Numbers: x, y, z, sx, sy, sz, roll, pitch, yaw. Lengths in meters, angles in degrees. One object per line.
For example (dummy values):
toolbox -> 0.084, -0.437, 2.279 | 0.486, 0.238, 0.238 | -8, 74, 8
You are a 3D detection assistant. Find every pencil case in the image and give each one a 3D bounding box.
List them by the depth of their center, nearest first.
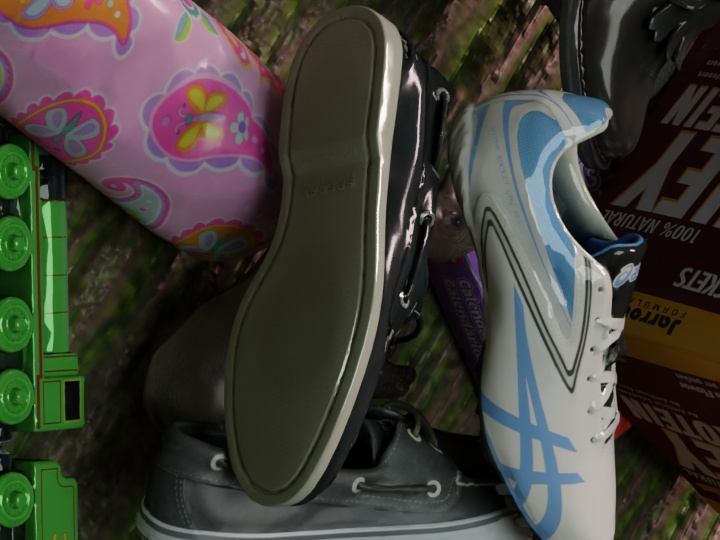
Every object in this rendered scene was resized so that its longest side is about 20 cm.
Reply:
pencil case -> -0.095, -0.080, 1.017 | 0.200, 0.087, 0.087 | 39, 70, -43

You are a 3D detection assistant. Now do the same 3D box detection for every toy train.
toy train -> -0.138, 0.040, 1.034 | 0.056, 0.042, 0.200 | -1, 91, -50

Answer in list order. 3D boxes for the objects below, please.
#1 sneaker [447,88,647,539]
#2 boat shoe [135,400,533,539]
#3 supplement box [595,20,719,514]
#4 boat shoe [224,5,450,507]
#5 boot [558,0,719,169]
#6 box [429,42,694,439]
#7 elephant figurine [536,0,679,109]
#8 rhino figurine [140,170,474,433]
sneaker -> 0.083, 0.026, 1.035 | 0.072, 0.072, 0.200 | -40, 123, -64
boat shoe -> 0.003, 0.085, 1.054 | 0.200, 0.069, 0.057 | -4, 112, -33
supplement box -> 0.219, 0.002, 1.180 | 0.197, 0.133, 0.200 | 45, 70, -40
boat shoe -> -0.002, 0.000, 1.012 | 0.066, 0.074, 0.199 | 23, 66, -46
boot -> 0.180, -0.124, 1.041 | 0.069, 0.174, 0.200 | 9, 94, -73
box -> 0.127, -0.010, 1.227 | 0.200, 0.039, 0.137 | -36, 112, -30
elephant figurine -> 0.081, -0.182, 1.142 | 0.200, 0.142, 0.155 | 11, 124, -43
rhino figurine -> -0.012, 0.015, 1.100 | 0.200, 0.060, 0.087 | -44, 117, -15
